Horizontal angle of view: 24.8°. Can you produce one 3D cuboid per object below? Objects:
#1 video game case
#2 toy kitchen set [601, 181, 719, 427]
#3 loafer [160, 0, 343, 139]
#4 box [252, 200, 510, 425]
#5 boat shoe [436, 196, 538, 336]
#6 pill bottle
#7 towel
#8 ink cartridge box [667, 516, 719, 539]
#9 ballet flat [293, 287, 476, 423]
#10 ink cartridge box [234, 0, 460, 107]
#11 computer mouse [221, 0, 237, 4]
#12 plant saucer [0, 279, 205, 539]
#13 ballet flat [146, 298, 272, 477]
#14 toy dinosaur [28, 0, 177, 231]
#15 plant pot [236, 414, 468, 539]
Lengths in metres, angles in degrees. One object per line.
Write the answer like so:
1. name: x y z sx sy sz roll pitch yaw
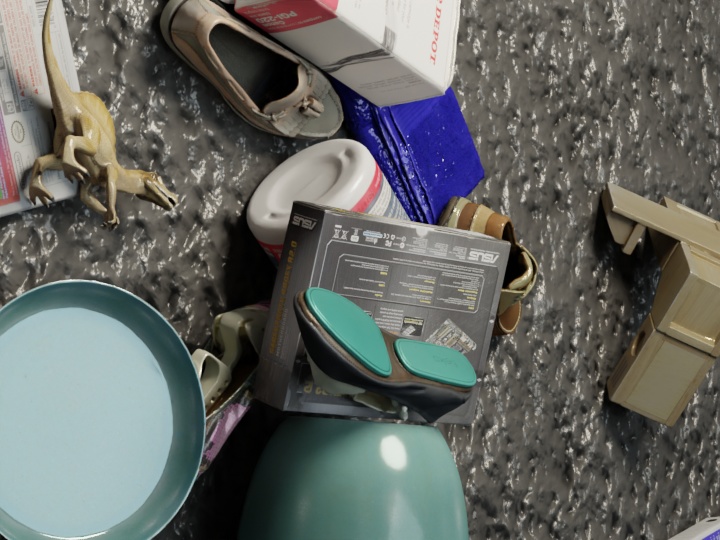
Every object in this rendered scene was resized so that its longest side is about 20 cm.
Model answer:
1. video game case: -0.274 -0.136 1.150 0.182 0.023 0.202 -21 104 -50
2. toy kitchen set: 0.309 0.024 1.828 0.162 0.181 0.200 24 24 -9
3. loafer: -0.080 -0.157 1.344 0.199 0.063 0.072 33 90 -41
4. box: 0.020 0.037 1.315 0.199 0.048 0.160 8 97 -37
5. boat shoe: 0.128 0.006 1.560 0.076 0.073 0.200 -68 153 -22
6. pill bottle: 0.000 0.000 1.397 0.201 0.119 0.120 57 48 -30
7. towel: 0.050 -0.141 1.524 0.148 0.049 0.201 -45 120 -42
8. ink cartridge box: 0.414 0.399 1.930 0.199 0.043 0.200 -11 96 -48
9. ballet flat: 0.006 0.074 1.244 0.199 0.073 0.074 24 69 -43
10. ink cartridge box: -0.004 -0.245 1.373 0.199 0.084 0.147 27 63 -45
11. computer mouse: -0.096 -0.294 1.366 0.110 0.044 0.201 61 41 -30
12. plant saucer: -0.204 0.109 1.179 0.199 0.027 0.202 7 78 -34
13. ballet flat: -0.110 0.080 1.293 0.201 0.069 0.072 -55 145 -34
14. toy dinosaur: -0.205 -0.096 1.186 0.102 0.058 0.201 -77 148 -41
15. plant pot: -0.004 0.200 1.305 0.200 0.199 0.163 11 82 -50
